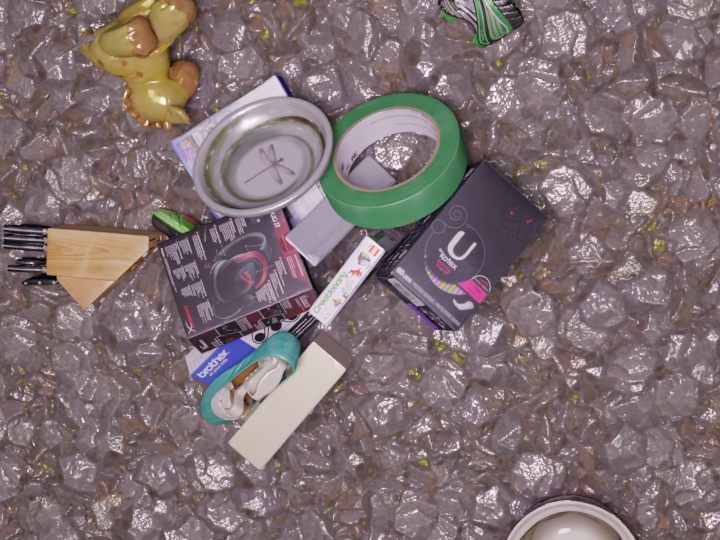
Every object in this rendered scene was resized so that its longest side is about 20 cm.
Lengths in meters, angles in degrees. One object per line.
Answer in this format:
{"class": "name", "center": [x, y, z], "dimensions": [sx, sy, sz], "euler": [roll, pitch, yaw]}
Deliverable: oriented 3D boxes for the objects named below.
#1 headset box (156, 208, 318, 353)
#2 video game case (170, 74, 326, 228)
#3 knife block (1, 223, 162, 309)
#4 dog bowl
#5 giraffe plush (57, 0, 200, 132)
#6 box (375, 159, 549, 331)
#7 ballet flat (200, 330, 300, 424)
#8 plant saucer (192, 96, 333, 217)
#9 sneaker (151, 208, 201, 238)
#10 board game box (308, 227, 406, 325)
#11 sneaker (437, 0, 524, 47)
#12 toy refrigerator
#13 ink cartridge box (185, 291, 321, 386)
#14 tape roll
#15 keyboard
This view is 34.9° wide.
{"class": "headset box", "center": [-0.154, 0.002, 1.544], "dimensions": [0.199, 0.075, 0.149], "euler": [-23, 69, 0]}
{"class": "video game case", "center": [-0.140, -0.143, 1.621], "dimensions": [0.181, 0.045, 0.201], "euler": [-30, 94, 11]}
{"class": "knife block", "center": [-0.415, -0.042, 1.671], "dimensions": [0.200, 0.064, 0.176], "euler": [-41, 92, 13]}
{"class": "dog bowl", "center": [0.300, 0.410, 1.630], "dimensions": [0.199, 0.074, 0.201], "euler": [2, 100, 9]}
{"class": "giraffe plush", "center": [-0.286, -0.278, 1.579], "dimensions": [0.199, 0.173, 0.163], "euler": [-30, 115, 2]}
{"class": "box", "center": [0.134, -0.031, 1.529], "dimensions": [0.122, 0.106, 0.200], "euler": [41, 81, -7]}
{"class": "ballet flat", "center": [-0.160, 0.164, 1.602], "dimensions": [0.067, 0.071, 0.200], "euler": [39, 114, -20]}
{"class": "plant saucer", "center": [-0.125, -0.142, 1.536], "dimensions": [0.199, 0.050, 0.201], "euler": [-10, 53, 14]}
{"class": "sneaker", "center": [-0.234, -0.007, 1.643], "dimensions": [0.084, 0.077, 0.200], "euler": [-43, 90, 9]}
{"class": "board game box", "center": [0.000, 0.000, 1.544], "dimensions": [0.035, 0.200, 0.126], "euler": [38, 102, 3]}
{"class": "sneaker", "center": [0.125, -0.379, 1.515], "dimensions": [0.085, 0.078, 0.200], "euler": [-39, 102, 17]}
{"class": "toy refrigerator", "center": [-0.102, 0.185, 1.654], "dimensions": [0.070, 0.076, 0.200], "euler": [40, 103, 1]}
{"class": "ink cartridge box", "center": [-0.148, 0.092, 1.638], "dimensions": [0.200, 0.044, 0.094], "euler": [-44, 128, 14]}
{"class": "tape roll", "center": [0.041, -0.148, 1.525], "dimensions": [0.200, 0.201, 0.048], "euler": [-15, 139, 11]}
{"class": "keyboard", "center": [-0.024, -0.084, 1.558], "dimensions": [0.056, 0.200, 0.011], "euler": [39, 144, 5]}
